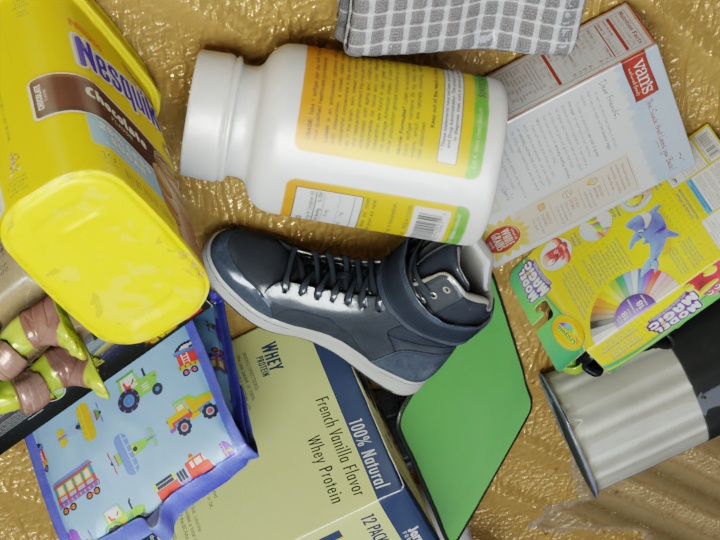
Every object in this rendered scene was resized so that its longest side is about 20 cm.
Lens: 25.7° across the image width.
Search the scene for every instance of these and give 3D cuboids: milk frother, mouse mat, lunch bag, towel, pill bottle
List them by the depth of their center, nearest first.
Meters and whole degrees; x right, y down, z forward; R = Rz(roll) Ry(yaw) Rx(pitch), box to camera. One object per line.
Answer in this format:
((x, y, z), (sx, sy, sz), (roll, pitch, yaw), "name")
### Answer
((0.069, -0.219, 0.971), (0.165, 0.086, 0.200), (-8, 135, -16), "towel")
((-0.012, -0.086, 1.023), (0.199, 0.111, 0.111), (9, 131, -5), "pill bottle")
((-0.158, 0.102, 1.103), (0.150, 0.200, 0.094), (-32, 136, 10), "lunch bag")
((0.089, 0.116, 1.293), (0.161, 0.008, 0.200), (-56, 146, -27), "mouse mat")
((0.281, 0.150, 1.346), (0.188, 0.200, 0.181), (-25, 141, 2), "milk frother")

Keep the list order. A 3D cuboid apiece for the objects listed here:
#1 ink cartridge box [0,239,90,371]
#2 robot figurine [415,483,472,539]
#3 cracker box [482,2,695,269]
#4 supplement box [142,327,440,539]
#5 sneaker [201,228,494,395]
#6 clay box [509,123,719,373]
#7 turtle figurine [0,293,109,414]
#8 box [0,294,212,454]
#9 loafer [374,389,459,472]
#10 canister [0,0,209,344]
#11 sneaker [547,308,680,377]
((-0.270, 0.020, 0.999), (0.200, 0.165, 0.075), (-39, 137, 17), "ink cartridge box")
((0.038, 0.282, 1.421), (0.150, 0.125, 0.200), (-35, 146, -32), "robot figurine")
((0.132, -0.089, 1.147), (0.199, 0.058, 0.134), (-27, 137, 4), "cracker box")
((-0.067, 0.167, 1.207), (0.199, 0.200, 0.134), (-26, 138, 1), "supplement box")
((0.001, -0.001, 1.117), (0.202, 0.077, 0.146), (27, 138, -20), "sneaker")
((0.220, -0.009, 1.223), (0.200, 0.115, 0.048), (-37, 137, 15), "clay box")
((-0.230, 0.084, 0.911), (0.161, 0.064, 0.200), (-27, 133, -8), "turtle figurine")
((-0.201, 0.024, 1.054), (0.200, 0.137, 0.040), (-34, 136, 12), "box")
((-0.005, 0.156, 1.332), (0.199, 0.072, 0.063), (-25, 156, 7), "loafer")
((-0.165, -0.070, 0.930), (0.086, 0.200, 0.149), (-30, 137, 8), "canister")
((0.251, 0.031, 1.299), (0.199, 0.083, 0.072), (-27, 138, 4), "sneaker")
